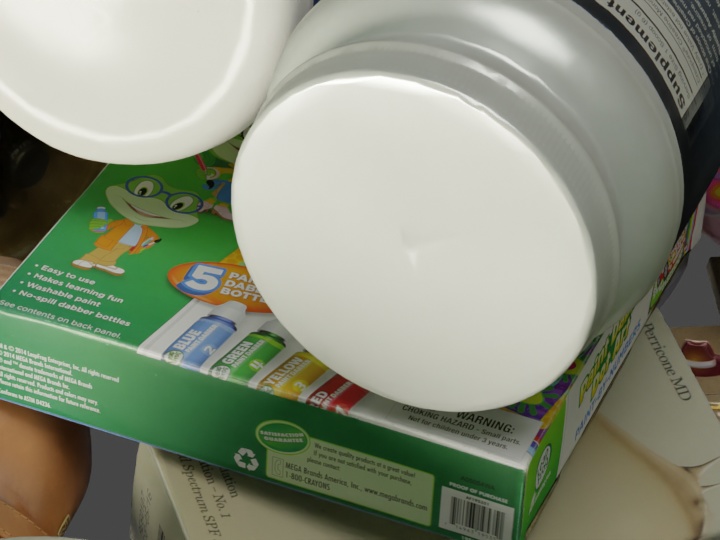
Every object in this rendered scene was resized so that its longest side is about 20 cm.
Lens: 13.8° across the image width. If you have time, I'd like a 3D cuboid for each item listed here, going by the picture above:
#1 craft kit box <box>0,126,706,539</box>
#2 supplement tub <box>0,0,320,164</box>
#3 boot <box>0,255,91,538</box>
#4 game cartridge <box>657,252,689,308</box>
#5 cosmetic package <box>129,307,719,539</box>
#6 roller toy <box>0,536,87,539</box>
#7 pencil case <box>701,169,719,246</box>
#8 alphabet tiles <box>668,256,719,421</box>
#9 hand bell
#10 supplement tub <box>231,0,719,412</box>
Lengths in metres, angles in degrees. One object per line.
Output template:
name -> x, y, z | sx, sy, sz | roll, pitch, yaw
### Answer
craft kit box -> 0.000, 0.000, 1.046 | 0.199, 0.049, 0.198 | 15, 36, 16
supplement tub -> -0.053, -0.137, 1.058 | 0.144, 0.146, 0.200 | 25, 31, 11
boot -> -0.193, 0.059, 1.026 | 0.198, 0.074, 0.156 | 7, 55, -1
game cartridge -> 0.020, 0.001, 1.132 | 0.199, 0.041, 0.134 | -23, 55, -25
cosmetic package -> 0.029, 0.090, 1.037 | 0.199, 0.073, 0.104 | -13, 54, -19
roller toy -> -0.097, 0.185, 0.896 | 0.199, 0.140, 0.183 | -17, 67, -24
pencil case -> 0.170, -0.035, 1.130 | 0.199, 0.088, 0.088 | 35, 54, 7
alphabet tiles -> 0.213, 0.060, 1.136 | 0.198, 0.008, 0.168 | -2, 52, -11
hand bell -> -0.190, -0.082, 1.144 | 0.104, 0.105, 0.200 | -33, 51, -31
supplement tub -> 0.053, -0.060, 0.976 | 0.140, 0.141, 0.200 | 25, 41, 10
